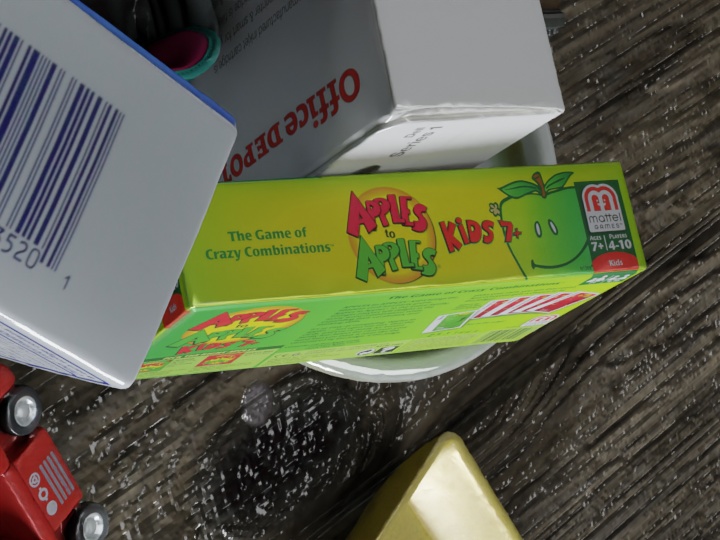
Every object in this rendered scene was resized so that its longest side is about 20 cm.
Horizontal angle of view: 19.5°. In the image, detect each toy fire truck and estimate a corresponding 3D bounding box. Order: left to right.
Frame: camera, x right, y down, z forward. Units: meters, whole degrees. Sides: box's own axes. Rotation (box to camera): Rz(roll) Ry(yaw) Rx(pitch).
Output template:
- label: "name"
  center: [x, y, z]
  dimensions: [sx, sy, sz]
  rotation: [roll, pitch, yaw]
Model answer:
- label: "toy fire truck"
  center: [-0.157, 0.149, 0.859]
  dimensions: [0.141, 0.049, 0.201]
  rotation: [-53, 132, -37]

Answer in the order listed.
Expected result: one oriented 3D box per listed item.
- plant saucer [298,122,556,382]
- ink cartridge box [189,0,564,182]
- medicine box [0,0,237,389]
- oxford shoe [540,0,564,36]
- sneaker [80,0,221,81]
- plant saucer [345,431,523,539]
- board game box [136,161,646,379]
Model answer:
- label: "plant saucer"
  center: [-0.008, -0.045, 0.922]
  dimensions: [0.199, 0.050, 0.202]
  rotation: [8, 72, -26]
- label: "ink cartridge box"
  center: [-0.009, -0.127, 0.830]
  dimensions: [0.084, 0.146, 0.201]
  rotation: [-4, 75, -32]
- label: "medicine box"
  center: [-0.178, -0.055, 0.696]
  dimensions: [0.182, 0.199, 0.103]
  rotation: [35, 73, -46]
- label: "oxford shoe"
  center: [0.037, -0.159, 1.019]
  dimensions: [0.199, 0.072, 0.085]
  rotation: [13, 85, -49]
- label: "sneaker"
  center: [-0.110, -0.067, 0.830]
  dimensions: [0.083, 0.120, 0.201]
  rotation: [-16, 109, -46]
- label: "plant saucer"
  center: [0.020, 0.214, 1.083]
  dimensions: [0.200, 0.048, 0.200]
  rotation: [-55, 133, -27]
- label: "board game box"
  center: [0.000, 0.000, 0.823]
  dimensions: [0.199, 0.102, 0.048]
  rotation: [-5, 74, -30]
